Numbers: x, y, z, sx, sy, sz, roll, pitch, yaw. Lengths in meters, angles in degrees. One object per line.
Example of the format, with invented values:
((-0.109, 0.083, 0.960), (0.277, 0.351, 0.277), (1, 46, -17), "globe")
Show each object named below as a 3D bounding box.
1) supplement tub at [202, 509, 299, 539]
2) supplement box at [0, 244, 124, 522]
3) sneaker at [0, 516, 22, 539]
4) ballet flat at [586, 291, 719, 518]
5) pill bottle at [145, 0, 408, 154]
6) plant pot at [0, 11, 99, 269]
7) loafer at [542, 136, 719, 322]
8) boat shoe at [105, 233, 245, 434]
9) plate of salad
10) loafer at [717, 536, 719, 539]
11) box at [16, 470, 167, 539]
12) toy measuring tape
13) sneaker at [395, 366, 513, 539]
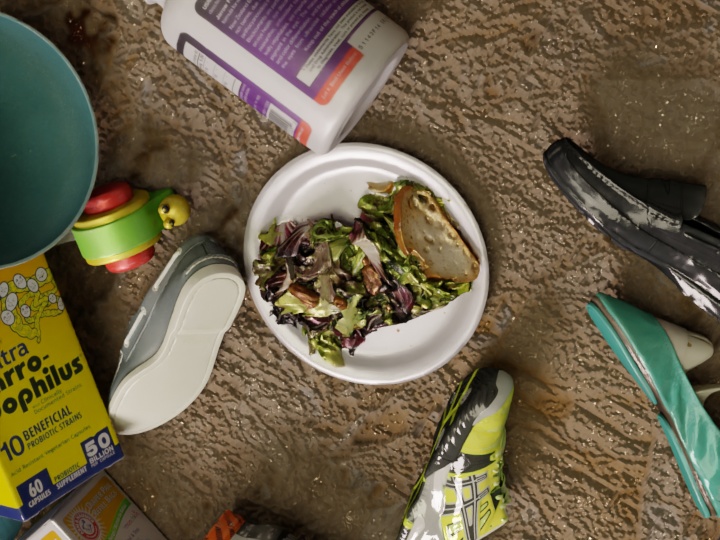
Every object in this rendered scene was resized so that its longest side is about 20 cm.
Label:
((-0.056, 0.292, 1.417), (0.200, 0.123, 0.123), (35, 116, 2), "supplement tub")
((-0.294, 0.086, 1.398), (0.109, 0.109, 0.200), (2, 118, 48), "supplement box")
((-0.374, 0.152, 1.494), (0.130, 0.080, 0.200), (2, 120, 42), "sneaker")
((0.243, 0.089, 1.289), (0.070, 0.067, 0.200), (-30, 99, 0), "ballet flat")
((-0.074, -0.185, 1.254), (0.200, 0.111, 0.111), (37, 116, 2), "pill bottle")
((-0.323, -0.093, 1.341), (0.135, 0.200, 0.200), (-10, 109, 56), "plant pot")
((0.222, -0.038, 1.242), (0.200, 0.068, 0.070), (36, 108, -3), "loafer")
((-0.157, 0.054, 1.408), (0.200, 0.073, 0.062), (-57, 43, 32), "boat shoe")
((0.000, 0.000, 1.334), (0.200, 0.048, 0.200), (6, 112, 15), "plate of salad")
((0.335, 0.185, 1.278), (0.072, 0.063, 0.200), (20, 122, -23), "loafer")
((-0.211, 0.289, 1.476), (0.112, 0.101, 0.200), (-39, 94, 25), "box")
((-0.228, -0.026, 1.384), (0.200, 0.074, 0.074), (-13, 105, 21), "toy measuring tape")
((0.089, 0.159, 1.358), (0.076, 0.075, 0.200), (21, 125, 1), "sneaker")
